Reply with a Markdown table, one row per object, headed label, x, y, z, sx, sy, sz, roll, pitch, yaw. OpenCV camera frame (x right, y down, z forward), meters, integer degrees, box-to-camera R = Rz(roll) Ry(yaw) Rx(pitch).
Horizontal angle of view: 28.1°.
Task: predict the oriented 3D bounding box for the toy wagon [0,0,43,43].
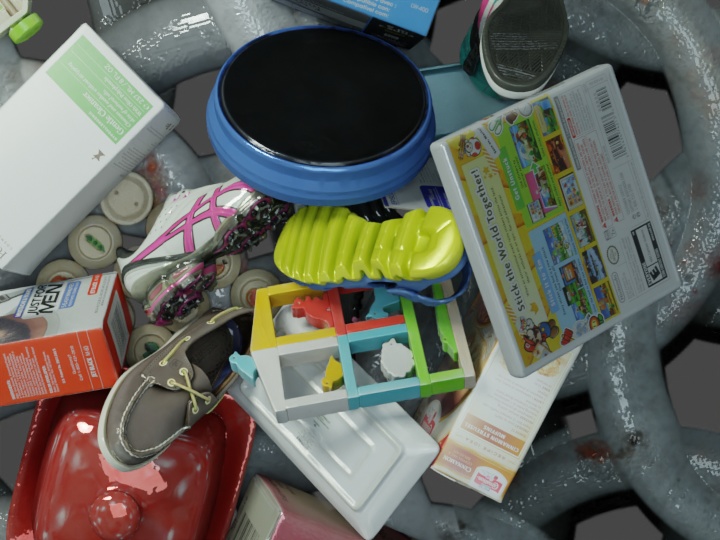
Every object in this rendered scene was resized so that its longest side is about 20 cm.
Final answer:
| label | x | y | z | sx | sy | sz | roll | pitch | yaw |
| --- | --- | --- | --- | --- | --- | --- | --- | --- | --- |
| toy wagon | -0.349 | -0.263 | 1.272 | 0.200 | 0.040 | 0.155 | -39 | 96 | -1 |

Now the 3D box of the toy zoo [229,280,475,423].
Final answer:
| label | x | y | z | sx | sy | sz | roll | pitch | yaw |
| --- | --- | --- | --- | --- | --- | --- | --- | --- | --- |
| toy zoo | -0.013 | 0.059 | 1.219 | 0.199 | 0.021 | 0.132 | -9 | 51 | -2 |

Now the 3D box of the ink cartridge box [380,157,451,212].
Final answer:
| label | x | y | z | sx | sy | sz | roll | pitch | yaw |
| --- | --- | --- | --- | --- | --- | --- | --- | --- | --- |
| ink cartridge box | 0.103 | -0.060 | 1.273 | 0.199 | 0.100 | 0.039 | 4 | 123 | -14 |

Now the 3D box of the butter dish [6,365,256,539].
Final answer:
| label | x | y | z | sx | sy | sz | roll | pitch | yaw |
| --- | --- | --- | --- | --- | --- | --- | --- | --- | --- |
| butter dish | -0.206 | 0.195 | 1.258 | 0.199 | 0.148 | 0.201 | 15 | 96 | -5 |

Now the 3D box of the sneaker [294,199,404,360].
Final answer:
| label | x | y | z | sx | sy | sz | roll | pitch | yaw |
| --- | --- | --- | --- | --- | --- | --- | --- | --- | --- |
| sneaker | 0.000 | 0.000 | 1.299 | 0.099 | 0.071 | 0.201 | -9 | 91 | 1 |

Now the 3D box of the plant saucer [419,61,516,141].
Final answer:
| label | x | y | z | sx | sy | sz | roll | pitch | yaw |
| --- | --- | --- | --- | --- | --- | --- | --- | --- | --- |
| plant saucer | 0.068 | -0.152 | 1.321 | 0.199 | 0.019 | 0.070 | -9 | 95 | -3 |

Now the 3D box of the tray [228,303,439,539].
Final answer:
| label | x | y | z | sx | sy | sz | roll | pitch | yaw |
| --- | --- | --- | --- | --- | --- | --- | --- | --- | --- |
| tray | -0.032 | 0.127 | 1.240 | 0.200 | 0.022 | 0.108 | 43 | 107 | 26 |

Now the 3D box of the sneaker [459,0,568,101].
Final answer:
| label | x | y | z | sx | sy | sz | roll | pitch | yaw |
| --- | --- | --- | --- | --- | --- | --- | --- | --- | --- |
| sneaker | 0.129 | -0.187 | 1.250 | 0.083 | 0.201 | 0.121 | 10 | 138 | 1 |

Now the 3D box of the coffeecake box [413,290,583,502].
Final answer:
| label | x | y | z | sx | sy | sz | roll | pitch | yaw |
| --- | --- | --- | --- | --- | --- | --- | --- | --- | --- |
| coffeecake box | 0.125 | 0.085 | 1.273 | 0.073 | 0.154 | 0.201 | 27 | 92 | -8 |

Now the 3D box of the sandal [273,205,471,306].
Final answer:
| label | x | y | z | sx | sy | sz | roll | pitch | yaw |
| --- | --- | --- | --- | --- | --- | --- | --- | --- | --- |
| sandal | 0.014 | -0.007 | 1.208 | 0.199 | 0.087 | 0.080 | 8 | 69 | 37 |

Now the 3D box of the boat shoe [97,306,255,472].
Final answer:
| label | x | y | z | sx | sy | sz | roll | pitch | yaw |
| --- | --- | --- | --- | --- | --- | --- | --- | --- | --- |
| boat shoe | -0.149 | 0.095 | 1.222 | 0.059 | 0.200 | 0.072 | -23 | 106 | 37 |

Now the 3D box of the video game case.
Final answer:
| label | x | y | z | sx | sy | sz | roll | pitch | yaw |
| --- | --- | --- | --- | --- | --- | --- | --- | --- | --- |
| video game case | 0.162 | -0.042 | 1.162 | 0.181 | 0.023 | 0.201 | -27 | 104 | -26 |

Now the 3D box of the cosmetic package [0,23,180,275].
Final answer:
| label | x | y | z | sx | sy | sz | roll | pitch | yaw |
| --- | --- | --- | --- | --- | --- | --- | --- | --- | --- |
| cosmetic package | -0.267 | -0.103 | 1.261 | 0.108 | 0.085 | 0.200 | 44 | 89 | 4 |

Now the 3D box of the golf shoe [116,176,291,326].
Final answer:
| label | x | y | z | sx | sy | sz | roll | pitch | yaw |
| --- | --- | --- | --- | --- | --- | --- | --- | --- | --- |
| golf shoe | -0.134 | -0.047 | 1.262 | 0.200 | 0.073 | 0.092 | -42 | 71 | 8 |

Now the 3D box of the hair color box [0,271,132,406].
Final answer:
| label | x | y | z | sx | sy | sz | roll | pitch | yaw |
| --- | --- | --- | --- | --- | --- | --- | --- | --- | --- |
| hair color box | -0.306 | 0.065 | 1.247 | 0.199 | 0.111 | 0.064 | -11 | 116 | 2 |

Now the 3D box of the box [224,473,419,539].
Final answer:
| label | x | y | z | sx | sy | sz | roll | pitch | yaw |
| --- | --- | --- | --- | --- | --- | --- | --- | --- | --- |
| box | -0.018 | 0.277 | 1.275 | 0.199 | 0.128 | 0.109 | 25 | 90 | -17 |

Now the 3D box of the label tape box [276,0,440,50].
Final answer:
| label | x | y | z | sx | sy | sz | roll | pitch | yaw |
| --- | --- | --- | --- | --- | --- | --- | --- | --- | --- |
| label tape box | -0.005 | -0.247 | 1.216 | 0.143 | 0.200 | 0.064 | 19 | 92 | -5 |

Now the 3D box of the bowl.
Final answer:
| label | x | y | z | sx | sy | sz | roll | pitch | yaw |
| --- | --- | --- | --- | --- | --- | --- | --- | --- | --- |
| bowl | -0.033 | -0.139 | 1.238 | 0.199 | 0.201 | 0.039 | 2 | 137 | -4 |

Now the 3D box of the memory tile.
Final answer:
| label | x | y | z | sx | sy | sz | roll | pitch | yaw |
| --- | --- | --- | --- | --- | --- | --- | --- | --- | --- |
| memory tile | -0.182 | 0.018 | 1.316 | 0.200 | 0.017 | 0.154 | 37 | 91 | -6 |
